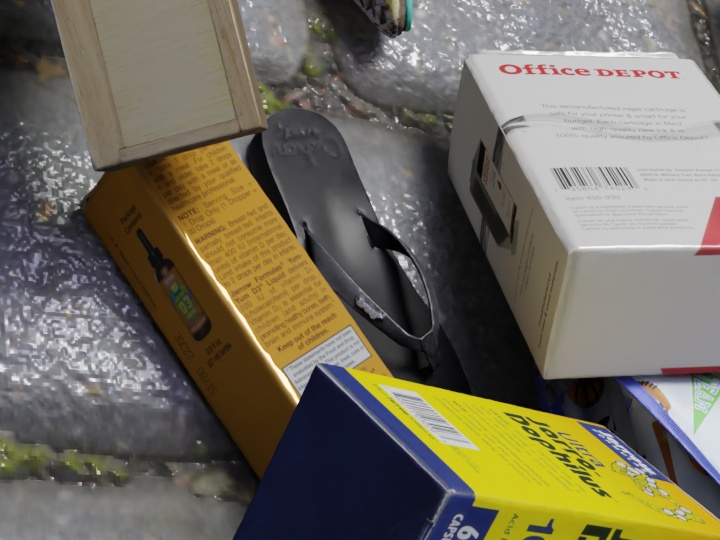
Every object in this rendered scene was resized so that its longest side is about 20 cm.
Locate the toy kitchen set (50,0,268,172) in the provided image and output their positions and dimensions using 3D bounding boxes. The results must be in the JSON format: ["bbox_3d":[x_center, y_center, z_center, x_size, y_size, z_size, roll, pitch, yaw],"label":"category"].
[{"bbox_3d":[-0.139,-0.136,0.814,0.161,0.200,0.183,-14,92,3],"label":"toy kitchen set"}]

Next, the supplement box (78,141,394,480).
[{"bbox_3d":[-0.054,0.024,0.808,0.069,0.066,0.201,-32,85,-41],"label":"supplement box"}]

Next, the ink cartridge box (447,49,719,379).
[{"bbox_3d":[0.143,-0.036,0.888,0.145,0.084,0.201,-1,35,-13],"label":"ink cartridge box"}]

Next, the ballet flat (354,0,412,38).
[{"bbox_3d":[-0.007,-0.225,0.994,0.071,0.072,0.202,13,57,-27],"label":"ballet flat"}]

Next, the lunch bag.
[{"bbox_3d":[0.207,0.092,0.900,0.169,0.124,0.201,-28,75,-38],"label":"lunch bag"}]

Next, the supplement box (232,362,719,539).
[{"bbox_3d":[0.058,0.129,0.740,0.199,0.110,0.109,15,17,-40],"label":"supplement box"}]

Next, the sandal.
[{"bbox_3d":[-0.001,0.000,0.872,0.076,0.043,0.201,-20,76,-39],"label":"sandal"}]
